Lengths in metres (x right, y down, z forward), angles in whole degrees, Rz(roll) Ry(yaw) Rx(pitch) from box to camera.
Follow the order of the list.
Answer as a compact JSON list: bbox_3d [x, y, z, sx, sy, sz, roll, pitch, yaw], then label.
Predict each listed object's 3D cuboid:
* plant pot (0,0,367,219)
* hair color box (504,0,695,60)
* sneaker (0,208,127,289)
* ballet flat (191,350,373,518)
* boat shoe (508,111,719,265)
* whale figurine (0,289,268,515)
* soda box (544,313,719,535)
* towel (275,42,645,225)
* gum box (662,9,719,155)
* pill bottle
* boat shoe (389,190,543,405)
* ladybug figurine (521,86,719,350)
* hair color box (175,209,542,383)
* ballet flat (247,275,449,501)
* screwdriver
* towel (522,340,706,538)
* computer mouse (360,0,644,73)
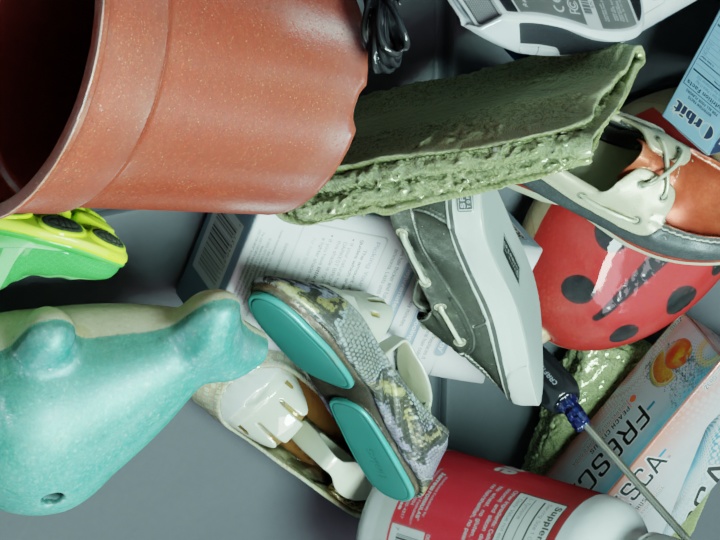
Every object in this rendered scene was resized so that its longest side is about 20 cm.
[{"bbox_3d":[-0.114,-0.114,1.503,0.195,0.201,0.201,8,115,-38],"label":"plant pot"},{"bbox_3d":[0.166,-0.205,1.659,0.200,0.061,0.100,-30,127,-7],"label":"hair color box"},{"bbox_3d":[-0.232,-0.006,1.578,0.200,0.074,0.084,-1,117,-15],"label":"sneaker"},{"bbox_3d":[-0.038,0.093,1.739,0.067,0.062,0.200,-47,128,7],"label":"ballet flat"},{"bbox_3d":[0.157,-0.061,1.679,0.063,0.200,0.071,99,13,-67],"label":"boat shoe"},{"bbox_3d":[-0.151,0.076,1.612,0.200,0.104,0.159,-17,150,8],"label":"whale figurine"},{"bbox_3d":[0.179,0.129,1.805,0.068,0.064,0.200,30,105,-33],"label":"soda box"},{"bbox_3d":[0.057,-0.080,1.588,0.200,0.148,0.037,-12,111,23],"label":"towel"},{"bbox_3d":[0.287,-0.170,1.691,0.170,0.045,0.200,-14,140,-48],"label":"gum box"},{"bbox_3d":[0.106,0.182,1.721,0.112,0.200,0.112,-27,124,-50],"label":"pill bottle"},{"bbox_3d":[0.065,0.010,1.668,0.064,0.071,0.200,-7,137,15],"label":"boat shoe"},{"bbox_3d":[0.180,-0.025,1.757,0.136,0.072,0.200,40,92,-27],"label":"ladybug figurine"},{"bbox_3d":[0.000,0.000,1.702,0.200,0.061,0.099,11,114,-30],"label":"hair color box"},{"bbox_3d":[-0.002,0.053,1.665,0.072,0.072,0.200,-35,129,-3],"label":"ballet flat"},{"bbox_3d":[0.148,0.108,1.755,0.029,0.200,0.028,-8,132,-28],"label":"screwdriver"},{"bbox_3d":[0.172,0.133,1.876,0.148,0.036,0.200,4,118,-26],"label":"towel"},{"bbox_3d":[0.073,-0.151,1.560,0.200,0.110,0.044,4,146,-35],"label":"computer mouse"}]
